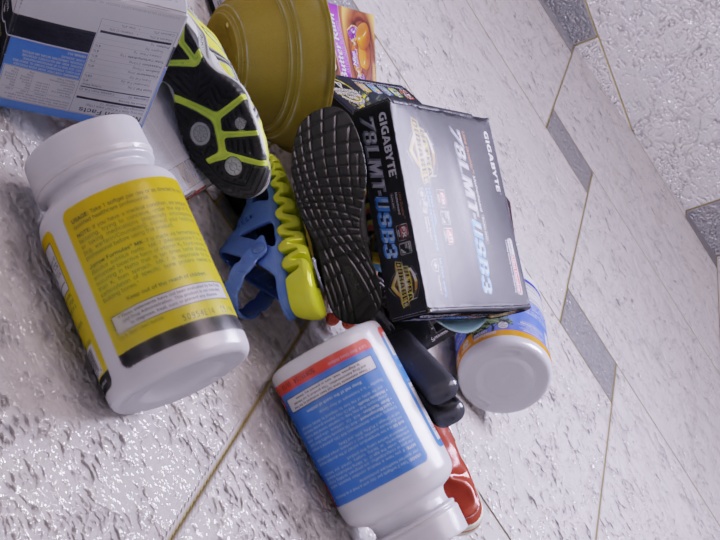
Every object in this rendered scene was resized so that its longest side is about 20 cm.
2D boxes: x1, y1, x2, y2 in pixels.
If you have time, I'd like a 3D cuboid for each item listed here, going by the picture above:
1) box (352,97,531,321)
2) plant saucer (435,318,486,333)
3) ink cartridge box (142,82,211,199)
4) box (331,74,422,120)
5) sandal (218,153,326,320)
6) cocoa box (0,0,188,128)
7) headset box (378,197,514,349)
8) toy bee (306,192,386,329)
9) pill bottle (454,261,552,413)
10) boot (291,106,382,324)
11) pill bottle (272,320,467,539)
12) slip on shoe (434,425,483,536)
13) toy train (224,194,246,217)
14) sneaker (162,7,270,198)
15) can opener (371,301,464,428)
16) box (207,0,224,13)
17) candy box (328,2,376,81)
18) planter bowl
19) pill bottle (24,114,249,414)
[{"bbox_3d":[0.079,-0.054,1.452,0.198,0.049,0.202,2,75,-55],"label":"box"},{"bbox_3d":[0.068,-0.034,1.503,0.200,0.038,0.203,29,54,-48],"label":"plant saucer"},{"bbox_3d":[-0.179,-0.111,1.352,0.110,0.050,0.200,58,22,-5],"label":"ink cartridge box"},{"bbox_3d":[0.035,-0.142,1.636,0.161,0.049,0.199,47,24,24],"label":"box"},{"bbox_3d":[-0.091,-0.029,1.396,0.201,0.086,0.080,-104,175,-46],"label":"sandal"},{"bbox_3d":[-0.226,-0.233,1.234,0.132,0.132,0.201,9,46,-23],"label":"cocoa box"},{"bbox_3d":[0.098,-0.008,1.716,0.077,0.148,0.201,46,23,-30],"label":"headset box"},{"bbox_3d":[0.000,0.000,1.542,0.201,0.130,0.109,57,42,-38],"label":"toy bee"},{"bbox_3d":[0.165,0.065,1.828,0.112,0.111,0.201,47,23,-29],"label":"pill bottle"},{"bbox_3d":[-0.028,-0.049,1.414,0.131,0.067,0.203,-137,-142,-81],"label":"boot"},{"bbox_3d":[0.013,0.156,1.353,0.202,0.112,0.112,62,21,7],"label":"pill bottle"},{"bbox_3d":[0.060,0.165,1.486,0.201,0.073,0.061,64,-23,22],"label":"slip on shoe"},{"bbox_3d":[-0.149,-0.132,1.478,0.201,0.034,0.046,59,33,-6],"label":"toy train"},{"bbox_3d":[-0.129,-0.158,1.354,0.202,0.075,0.076,63,21,4],"label":"sneaker"},{"bbox_3d":[0.055,0.074,1.435,0.200,0.066,0.054,45,-24,57],"label":"can opener"},{"bbox_3d":[-0.135,-0.349,1.777,0.160,0.043,0.202,26,39,-56],"label":"box"},{"bbox_3d":[-0.051,-0.242,1.735,0.199,0.056,0.118,-2,89,-59],"label":"candy box"},{"bbox_3d":[-0.107,-0.218,1.553,0.083,0.201,0.202,-6,61,-28],"label":"planter bowl"},{"bbox_3d":[-0.171,-0.006,1.139,0.114,0.114,0.202,4,59,-65],"label":"pill bottle"}]
